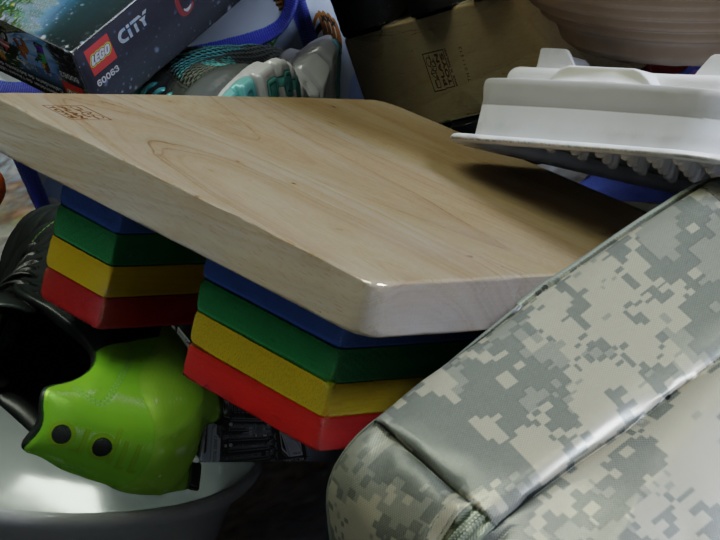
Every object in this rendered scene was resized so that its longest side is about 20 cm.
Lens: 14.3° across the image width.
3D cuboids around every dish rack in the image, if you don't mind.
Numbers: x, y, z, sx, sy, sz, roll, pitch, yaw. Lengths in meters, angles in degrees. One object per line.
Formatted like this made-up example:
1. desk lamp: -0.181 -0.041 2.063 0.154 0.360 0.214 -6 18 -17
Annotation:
1. dish rack: 0.151 -0.044 1.029 0.200 0.044 0.172 10 0 -34

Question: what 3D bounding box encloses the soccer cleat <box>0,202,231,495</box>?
1. soccer cleat: -0.112 0.019 1.061 0.081 0.068 0.200 16 16 -27

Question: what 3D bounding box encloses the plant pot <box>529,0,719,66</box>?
1. plant pot: 0.124 -0.131 1.067 0.201 0.093 0.201 0 16 0

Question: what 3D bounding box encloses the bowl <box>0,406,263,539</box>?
1. bowl: -0.142 0.093 1.082 0.201 0.090 0.201 9 16 -3

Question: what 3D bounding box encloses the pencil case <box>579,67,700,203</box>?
1. pencil case: 0.138 -0.037 1.192 0.087 0.078 0.200 23 41 15

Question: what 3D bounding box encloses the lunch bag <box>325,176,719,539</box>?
1. lunch bag: 0.109 0.093 0.900 0.200 0.139 0.168 -33 47 -24

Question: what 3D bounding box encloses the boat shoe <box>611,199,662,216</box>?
1. boat shoe: 0.186 0.019 1.064 0.199 0.066 0.075 9 1 0

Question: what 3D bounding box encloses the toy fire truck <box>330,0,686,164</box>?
1. toy fire truck: 0.106 -0.131 1.238 0.200 0.129 0.176 -22 6 -26

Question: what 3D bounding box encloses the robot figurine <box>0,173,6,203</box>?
1. robot figurine: -0.243 0.000 1.335 0.117 0.144 0.200 25 34 -2

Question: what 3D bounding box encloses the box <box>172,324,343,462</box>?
1. box: -0.018 0.018 1.155 0.158 0.050 0.200 1 19 -22

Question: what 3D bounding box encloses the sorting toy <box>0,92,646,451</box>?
1. sorting toy: 0.000 0.000 1.011 0.199 0.070 0.200 -3 21 -45

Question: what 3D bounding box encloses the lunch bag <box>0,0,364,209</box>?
1. lunch bag: -0.086 -0.105 1.337 0.170 0.200 0.124 -11 27 14

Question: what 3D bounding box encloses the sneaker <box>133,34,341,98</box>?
1. sneaker: -0.065 -0.057 1.185 0.091 0.078 0.200 3 8 8

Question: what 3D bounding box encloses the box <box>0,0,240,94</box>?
1. box: -0.088 -0.157 1.214 0.137 0.038 0.200 27 60 40
